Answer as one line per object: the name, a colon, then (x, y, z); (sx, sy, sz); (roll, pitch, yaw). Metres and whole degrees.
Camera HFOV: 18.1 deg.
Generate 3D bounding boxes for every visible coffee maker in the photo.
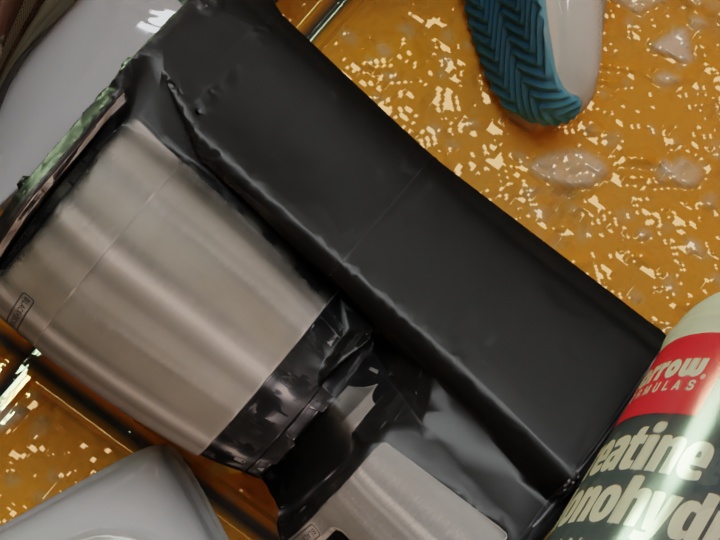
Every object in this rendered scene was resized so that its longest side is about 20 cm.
coffee maker: (0.000, 0.000, 0.754); (0.200, 0.135, 0.192); (40, 84, -2)

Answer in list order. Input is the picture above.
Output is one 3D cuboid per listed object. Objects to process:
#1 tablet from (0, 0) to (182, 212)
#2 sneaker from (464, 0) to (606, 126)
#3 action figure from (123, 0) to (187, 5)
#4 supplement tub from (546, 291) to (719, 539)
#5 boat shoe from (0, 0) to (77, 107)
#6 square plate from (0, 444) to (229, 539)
tablet: (-0.170, -0.116, 0.829); (0.130, 0.014, 0.200); (-43, 78, 1)
sneaker: (0.085, -0.150, 0.894); (0.081, 0.077, 0.201); (7, 67, -17)
action figure: (-0.044, -0.137, 0.858); (0.200, 0.055, 0.118); (-36, 44, -9)
supplement tub: (0.129, 0.094, 0.673); (0.140, 0.140, 0.200); (32, 69, 5)
boat shoe: (-0.158, -0.072, 0.776); (0.076, 0.072, 0.200); (26, 87, 12)
square plate: (-0.098, 0.175, 0.723); (0.200, 0.028, 0.198); (-26, 71, -21)
